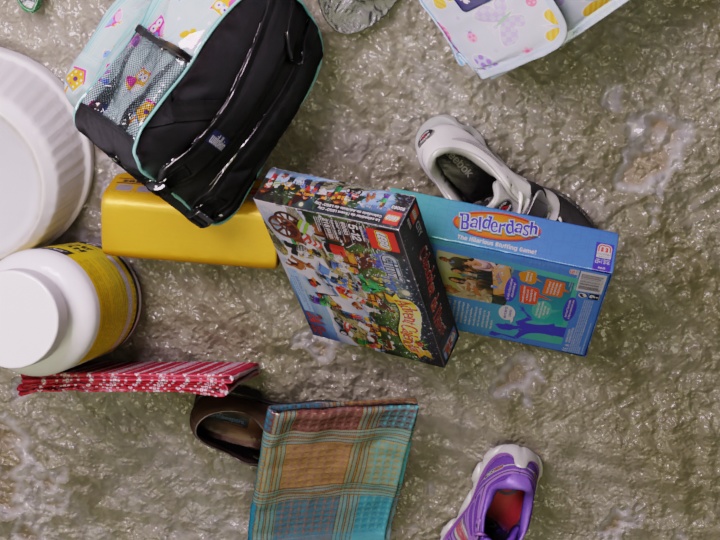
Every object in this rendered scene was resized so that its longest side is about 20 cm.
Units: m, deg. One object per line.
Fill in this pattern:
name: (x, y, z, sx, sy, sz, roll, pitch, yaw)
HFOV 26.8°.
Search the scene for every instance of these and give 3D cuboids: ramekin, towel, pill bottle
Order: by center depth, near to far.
pill bottle: (-0.272, 0.034, 1.338, 0.111, 0.200, 0.112, 1, 94, 8)
ramekin: (-0.347, -0.093, 1.363, 0.201, 0.094, 0.203, 2, 112, 5)
towel: (-0.202, 0.099, 1.399, 0.199, 0.145, 0.023, 0, 92, 6)
towel: (-0.028, 0.196, 1.426, 0.146, 0.022, 0.200, -3, 133, -15)

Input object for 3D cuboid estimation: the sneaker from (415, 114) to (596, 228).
sneaker: (0.129, -0.052, 1.339, 0.200, 0.089, 0.074, 34, 109, -9)

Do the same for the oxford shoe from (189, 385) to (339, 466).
oxford shoe: (-0.067, 0.164, 1.443, 0.199, 0.084, 0.073, 8, 110, 0)

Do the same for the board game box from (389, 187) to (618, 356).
board game box: (0.115, 0.004, 1.334, 0.199, 0.045, 0.152, 12, 150, 5)

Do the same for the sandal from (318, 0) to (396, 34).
sandal: (0.029, -0.286, 1.277, 0.075, 0.048, 0.201, 36, 109, -9)

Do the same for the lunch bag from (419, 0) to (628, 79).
lunch bag: (0.133, -0.269, 1.221, 0.200, 0.127, 0.170, -32, 111, 8)

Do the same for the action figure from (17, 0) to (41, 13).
action figure: (-0.295, -0.319, 1.295, 0.118, 0.055, 0.201, -4, 115, 4)

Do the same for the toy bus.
toy bus: (-0.128, -0.046, 1.369, 0.199, 0.078, 0.065, 5, 112, 4)

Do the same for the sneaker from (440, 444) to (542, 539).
sneaker: (0.118, 0.264, 1.463, 0.080, 0.083, 0.201, 15, 113, 0)

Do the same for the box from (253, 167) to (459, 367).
box: (0.000, 0.000, 1.303, 0.136, 0.038, 0.200, 13, 148, 25)

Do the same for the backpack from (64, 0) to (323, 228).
backpack: (-0.134, -0.163, 1.270, 0.153, 0.176, 0.200, 39, 90, 33)
